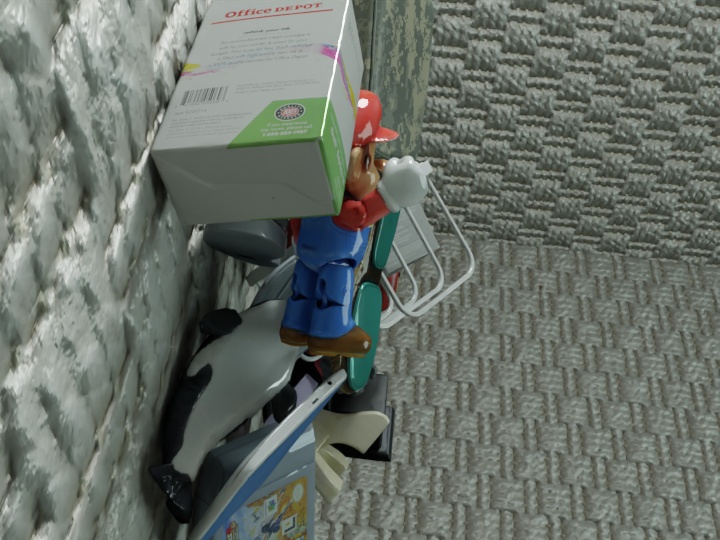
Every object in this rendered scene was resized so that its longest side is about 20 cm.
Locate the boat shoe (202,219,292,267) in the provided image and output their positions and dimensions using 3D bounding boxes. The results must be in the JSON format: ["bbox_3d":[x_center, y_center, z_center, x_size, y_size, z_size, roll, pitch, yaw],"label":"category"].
[{"bbox_3d":[-0.090,-0.046,0.712,0.199,0.072,0.070,77,24,-85],"label":"boat shoe"}]

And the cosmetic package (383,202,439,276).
[{"bbox_3d":[0.009,-0.094,1.002,0.203,0.089,0.107,63,-19,3],"label":"cosmetic package"}]

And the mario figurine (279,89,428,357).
[{"bbox_3d":[-0.004,-0.038,0.640,0.106,0.121,0.205,-13,112,-74],"label":"mario figurine"}]

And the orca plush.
[{"bbox_3d":[-0.112,0.107,0.656,0.071,0.104,0.203,-29,-145,44],"label":"orca plush"}]

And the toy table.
[{"bbox_3d":[-0.064,0.211,0.975,0.185,0.117,0.200,-49,177,11],"label":"toy table"}]

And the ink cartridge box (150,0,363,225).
[{"bbox_3d":[-0.061,-0.130,0.573,0.068,0.114,0.203,74,18,-48],"label":"ink cartridge box"}]

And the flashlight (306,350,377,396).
[{"bbox_3d":[-0.055,0.096,1.022,0.199,0.067,0.069,19,-81,59],"label":"flashlight"}]

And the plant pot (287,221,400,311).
[{"bbox_3d":[-0.029,-0.035,1.146,0.200,0.178,0.206,9,90,-89],"label":"plant pot"}]

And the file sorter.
[{"bbox_3d":[0.000,0.000,0.866,0.138,0.126,0.199,-32,-178,-41],"label":"file sorter"}]

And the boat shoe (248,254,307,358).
[{"bbox_3d":[-0.082,0.055,0.752,0.200,0.074,0.067,-47,-175,-15],"label":"boat shoe"}]

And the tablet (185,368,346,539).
[{"bbox_3d":[-0.086,0.163,0.649,0.130,0.014,0.201,-40,170,-46],"label":"tablet"}]

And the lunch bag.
[{"bbox_3d":[-0.028,-0.201,0.828,0.138,0.165,0.205,3,92,-60],"label":"lunch bag"}]

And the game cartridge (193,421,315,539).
[{"bbox_3d":[-0.102,0.257,0.802,0.132,0.041,0.205,-19,118,-46],"label":"game cartridge"}]

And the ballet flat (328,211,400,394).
[{"bbox_3d":[-0.010,0.004,0.716,0.070,0.064,0.205,35,65,-64],"label":"ballet flat"}]

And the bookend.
[{"bbox_3d":[-0.040,0.182,1.196,0.201,0.195,0.093,96,2,-48],"label":"bookend"}]
